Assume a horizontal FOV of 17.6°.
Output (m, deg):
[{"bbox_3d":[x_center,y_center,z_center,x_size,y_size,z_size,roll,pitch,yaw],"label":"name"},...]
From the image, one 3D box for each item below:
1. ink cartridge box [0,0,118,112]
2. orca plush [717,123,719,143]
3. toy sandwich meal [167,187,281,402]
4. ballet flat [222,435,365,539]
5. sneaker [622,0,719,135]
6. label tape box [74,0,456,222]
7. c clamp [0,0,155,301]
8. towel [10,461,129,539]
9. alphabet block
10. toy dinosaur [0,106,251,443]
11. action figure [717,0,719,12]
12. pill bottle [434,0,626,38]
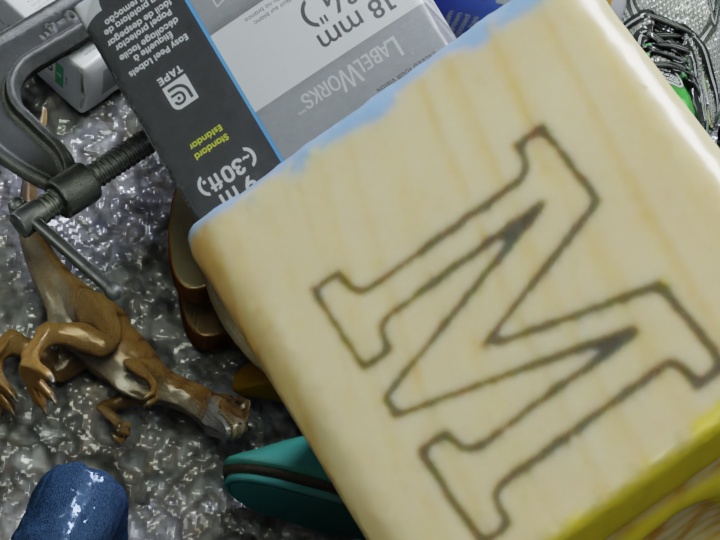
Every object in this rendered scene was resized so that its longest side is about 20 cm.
[{"bbox_3d":[-0.160,-0.200,1.279,0.200,0.050,0.161,42,62,17],"label":"ink cartridge box"},{"bbox_3d":[0.293,-0.052,1.252,0.200,0.071,0.105,38,60,13],"label":"orca plush"},{"bbox_3d":[0.000,0.000,1.176,0.204,0.070,0.206,6,60,-10],"label":"toy sandwich meal"},{"bbox_3d":[0.034,0.100,1.086,0.199,0.067,0.071,14,69,25],"label":"ballet flat"},{"bbox_3d":[0.164,-0.091,1.246,0.078,0.085,0.201,12,57,-2],"label":"sneaker"},{"bbox_3d":[-0.020,-0.075,1.086,0.144,0.063,0.201,-33,78,7],"label":"label tape box"},{"bbox_3d":[-0.112,-0.083,1.172,0.171,0.027,0.200,35,59,25],"label":"c clamp"},{"bbox_3d":[-0.153,0.186,1.006,0.048,0.112,0.201,18,58,3],"label":"towel"},{"bbox_3d":[0.081,0.038,0.949,0.196,0.195,0.200,-36,60,4],"label":"alphabet block"},{"bbox_3d":[-0.139,0.026,1.148,0.106,0.060,0.200,-32,73,-39],"label":"toy dinosaur"},{"bbox_3d":[0.177,-0.203,1.337,0.200,0.055,0.118,35,57,7],"label":"action figure"},{"bbox_3d":[0.032,-0.163,1.215,0.199,0.112,0.113,8,55,-30],"label":"pill bottle"}]
